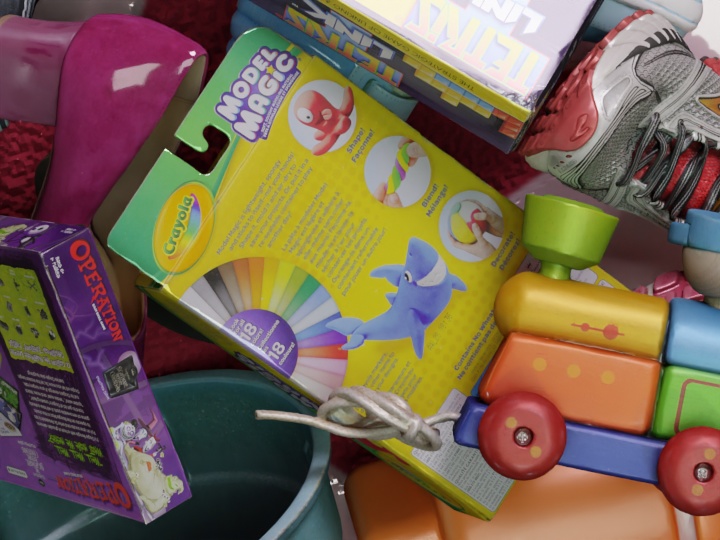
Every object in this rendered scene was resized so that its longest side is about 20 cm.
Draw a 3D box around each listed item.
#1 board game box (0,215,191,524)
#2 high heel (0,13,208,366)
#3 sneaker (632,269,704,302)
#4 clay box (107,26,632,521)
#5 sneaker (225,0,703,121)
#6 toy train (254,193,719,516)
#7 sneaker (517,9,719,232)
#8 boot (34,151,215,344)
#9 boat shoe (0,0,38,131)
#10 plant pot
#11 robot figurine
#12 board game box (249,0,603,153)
[{"bbox_3d":[-0.149,0.033,1.185,0.032,0.200,0.120,-26,109,-31],"label":"board game box"},{"bbox_3d":[-0.095,-0.011,1.185,0.096,0.067,0.200,9,127,29],"label":"high heel"},{"bbox_3d":[0.195,0.048,1.228,0.199,0.081,0.075,4,146,-13],"label":"sneaker"},{"bbox_3d":[0.000,0.000,1.179,0.200,0.048,0.115,36,80,-16],"label":"clay box"},{"bbox_3d":[0.036,-0.095,1.230,0.199,0.080,0.131,16,102,-2],"label":"sneaker"},{"bbox_3d":[0.067,0.021,1.132,0.199,0.085,0.116,11,91,1],"label":"toy train"},{"bbox_3d":[0.136,-0.051,1.191,0.082,0.200,0.078,46,111,24],"label":"sneaker"},{"bbox_3d":[-0.045,-0.010,1.258,0.200,0.076,0.074,27,144,-1],"label":"boot"},{"bbox_3d":[-0.135,-0.153,1.195,0.068,0.072,0.201,3,99,-7],"label":"boat shoe"},{"bbox_3d":[-0.077,0.179,1.246,0.200,0.200,0.197,-21,117,-1],"label":"plant pot"},{"bbox_3d":[0.096,0.104,1.275,0.199,0.117,0.144,-11,82,-5],"label":"robot figurine"},{"bbox_3d":[0.018,-0.169,1.155,0.200,0.057,0.166,31,74,1],"label":"board game box"}]
